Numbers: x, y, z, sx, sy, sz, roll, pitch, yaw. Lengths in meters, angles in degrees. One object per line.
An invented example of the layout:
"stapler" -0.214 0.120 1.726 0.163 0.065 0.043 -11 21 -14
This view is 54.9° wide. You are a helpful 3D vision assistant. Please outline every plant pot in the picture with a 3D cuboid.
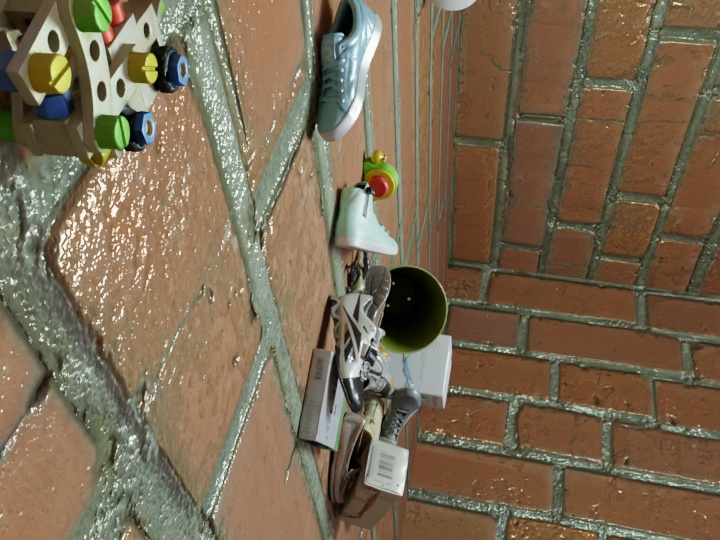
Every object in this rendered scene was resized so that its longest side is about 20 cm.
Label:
"plant pot" 0.090 0.073 1.572 0.200 0.182 0.193 -117 -147 -83

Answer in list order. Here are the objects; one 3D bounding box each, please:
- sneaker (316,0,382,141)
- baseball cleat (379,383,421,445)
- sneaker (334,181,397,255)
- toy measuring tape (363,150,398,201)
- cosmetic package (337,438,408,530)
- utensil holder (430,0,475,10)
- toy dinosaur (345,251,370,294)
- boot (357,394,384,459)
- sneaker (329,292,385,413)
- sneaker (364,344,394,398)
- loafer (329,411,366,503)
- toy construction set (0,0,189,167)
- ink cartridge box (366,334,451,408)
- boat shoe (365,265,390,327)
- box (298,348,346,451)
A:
"sneaker" -0.034 -0.285 0.965 0.081 0.073 0.205 26 73 -47
"baseball cleat" 0.085 0.350 1.580 0.202 0.068 0.108 114 -9 -46
"sneaker" 0.021 -0.092 1.236 0.199 0.072 0.122 11 85 -65
"toy measuring tape" 0.042 -0.145 1.392 0.074 0.071 0.204 -68 161 -53
"cosmetic package" 0.023 0.447 1.441 0.202 0.085 0.105 115 -9 -47
"utensil holder" 0.242 -0.801 1.784 0.201 0.165 0.174 72 27 -69
"toy dinosaur" 0.000 0.000 1.343 0.089 0.046 0.204 88 9 -53
"boot" 0.012 0.337 1.522 0.203 0.071 0.158 86 16 -50
"sneaker" 0.001 0.132 1.162 0.074 0.086 0.205 68 15 -71
"sneaker" 0.019 0.228 1.503 0.087 0.076 0.202 -34 145 -15
"loafer" -0.025 0.379 1.382 0.072 0.061 0.206 -51 147 -68
"toy construction set" -0.145 -0.141 0.398 0.133 0.090 0.202 84 27 -47
"ink cartridge box" 0.116 0.233 1.671 0.147 0.194 0.150 69 30 -66
"boat shoe" 0.011 0.084 1.388 0.072 0.074 0.203 84 25 -61
"box" -0.058 0.228 1.194 0.201 0.035 0.148 64 35 -69
